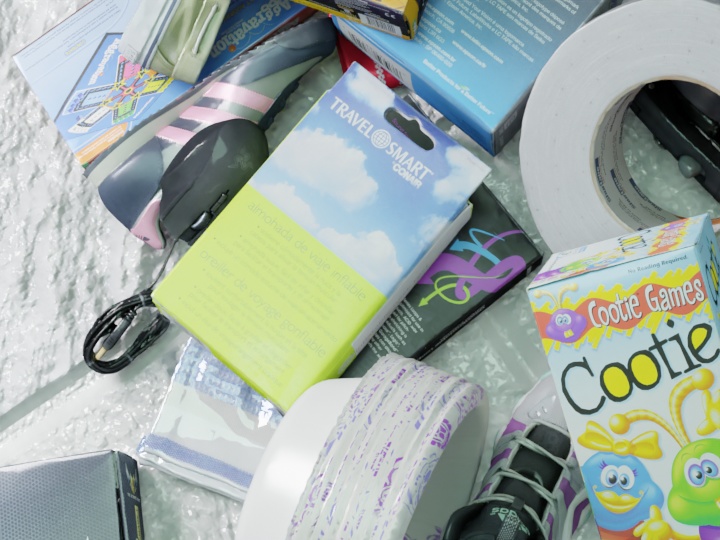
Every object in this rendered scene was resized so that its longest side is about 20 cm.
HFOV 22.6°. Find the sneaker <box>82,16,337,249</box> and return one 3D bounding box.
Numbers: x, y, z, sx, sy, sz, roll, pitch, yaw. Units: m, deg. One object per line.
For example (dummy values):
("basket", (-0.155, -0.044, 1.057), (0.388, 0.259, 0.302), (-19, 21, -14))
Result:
("sneaker", (-0.087, -0.093, 1.229), (0.200, 0.070, 0.082), (-35, 91, 2))

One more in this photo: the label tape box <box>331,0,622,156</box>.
("label tape box", (0.098, -0.199, 1.199), (0.143, 0.066, 0.200), (39, 83, 13))

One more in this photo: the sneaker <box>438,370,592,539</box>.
("sneaker", (0.098, 0.145, 1.089), (0.077, 0.140, 0.201), (19, 81, 12))

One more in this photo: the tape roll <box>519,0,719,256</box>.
("tape roll", (0.202, -0.073, 1.118), (0.199, 0.066, 0.202), (8, 108, 24))

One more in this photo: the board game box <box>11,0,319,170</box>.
("board game box", (-0.138, -0.167, 1.272), (0.200, 0.019, 0.103), (-35, 71, -1))

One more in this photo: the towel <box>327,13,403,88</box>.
("towel", (0.068, -0.210, 1.248), (0.199, 0.022, 0.145), (-15, 75, 5))

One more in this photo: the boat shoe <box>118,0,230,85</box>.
("boat shoe", (-0.097, -0.221, 1.243), (0.062, 0.072, 0.201), (29, 83, -10))

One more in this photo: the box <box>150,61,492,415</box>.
("box", (-0.023, -0.018, 1.142), (0.122, 0.048, 0.200), (39, 82, 10))

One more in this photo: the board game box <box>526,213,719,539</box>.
("board game box", (0.181, 0.082, 1.067), (0.102, 0.105, 0.201), (-15, 97, 18))

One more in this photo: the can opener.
("can opener", (0.248, -0.062, 1.161), (0.063, 0.079, 0.200), (-37, 82, -10))

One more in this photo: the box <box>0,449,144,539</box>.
("box", (-0.238, 0.211, 1.176), (0.199, 0.051, 0.159), (-9, 74, 7))

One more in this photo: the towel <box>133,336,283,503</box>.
("towel", (-0.049, 0.061, 1.198), (0.146, 0.024, 0.201), (21, 80, 13))

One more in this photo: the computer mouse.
("computer mouse", (-0.122, -0.012, 1.194), (0.201, 0.058, 0.034), (-59, 31, 11))

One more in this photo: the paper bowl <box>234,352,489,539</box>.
("paper bowl", (-0.005, 0.146, 1.076), (0.104, 0.201, 0.202), (21, 80, 14))

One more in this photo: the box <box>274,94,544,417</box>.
("box", (0.000, 0.000, 1.179), (0.200, 0.036, 0.143), (-38, 77, -4))

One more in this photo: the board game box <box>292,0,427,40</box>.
("board game box", (-0.030, -0.260, 1.168), (0.199, 0.057, 0.166), (19, 81, 12))
